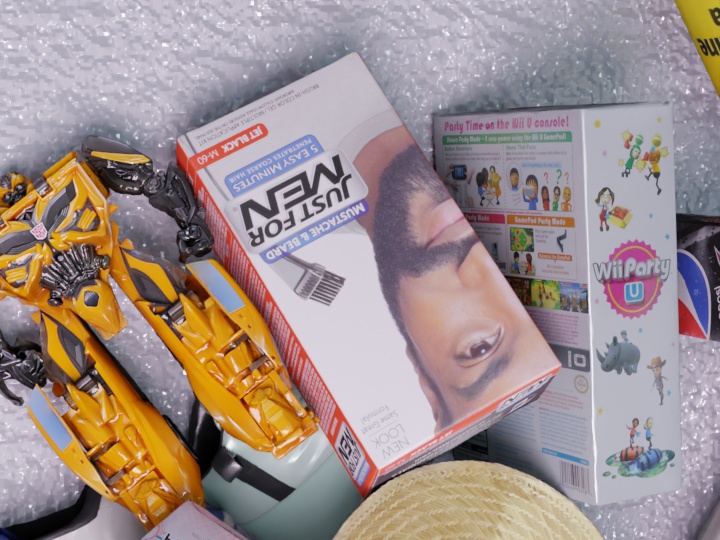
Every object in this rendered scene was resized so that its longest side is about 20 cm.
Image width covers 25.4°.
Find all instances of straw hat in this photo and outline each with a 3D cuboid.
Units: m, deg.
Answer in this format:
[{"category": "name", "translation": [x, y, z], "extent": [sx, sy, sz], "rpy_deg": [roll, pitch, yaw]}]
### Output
[{"category": "straw hat", "translation": [0.037, 0.198, 0.803], "extent": [0.200, 0.085, 0.202], "rpy_deg": [8, 70, -23]}]

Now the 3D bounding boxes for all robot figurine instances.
[{"category": "robot figurine", "translation": [-0.118, 0.029, 0.789], "extent": [0.145, 0.058, 0.200], "rpy_deg": [-39, 85, -5]}]

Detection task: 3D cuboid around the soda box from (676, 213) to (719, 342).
[{"category": "soda box", "translation": [0.203, 0.004, 0.878], "extent": [0.070, 0.200, 0.064], "rpy_deg": [-2, 94, -22]}]

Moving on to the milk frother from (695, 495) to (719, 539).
[{"category": "milk frother", "translation": [0.252, 0.139, 0.892], "extent": [0.199, 0.180, 0.189], "rpy_deg": [21, 100, -34]}]

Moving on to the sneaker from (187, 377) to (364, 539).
[{"category": "sneaker", "translation": [-0.020, 0.051, 0.854], "extent": [0.118, 0.074, 0.201], "rpy_deg": [28, 86, -28]}]

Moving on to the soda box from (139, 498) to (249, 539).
[{"category": "soda box", "translation": [-0.073, 0.208, 0.770], "extent": [0.068, 0.063, 0.201], "rpy_deg": [-38, 141, -35]}]

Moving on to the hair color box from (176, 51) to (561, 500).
[{"category": "hair color box", "translation": [0.000, 0.000, 0.817], "extent": [0.111, 0.064, 0.201], "rpy_deg": [-28, 74, -16]}]

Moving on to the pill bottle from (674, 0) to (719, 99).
[{"category": "pill bottle", "translation": [0.247, -0.155, 0.932], "extent": [0.112, 0.112, 0.201], "rpy_deg": [-34, 106, -17]}]

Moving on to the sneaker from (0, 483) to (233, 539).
[{"category": "sneaker", "translation": [-0.161, 0.188, 0.815], "extent": [0.115, 0.081, 0.200], "rpy_deg": [29, 86, -10]}]

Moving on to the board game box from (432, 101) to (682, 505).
[{"category": "board game box", "translation": [0.105, 0.012, 0.865], "extent": [0.064, 0.147, 0.201], "rpy_deg": [-7, 97, -28]}]
